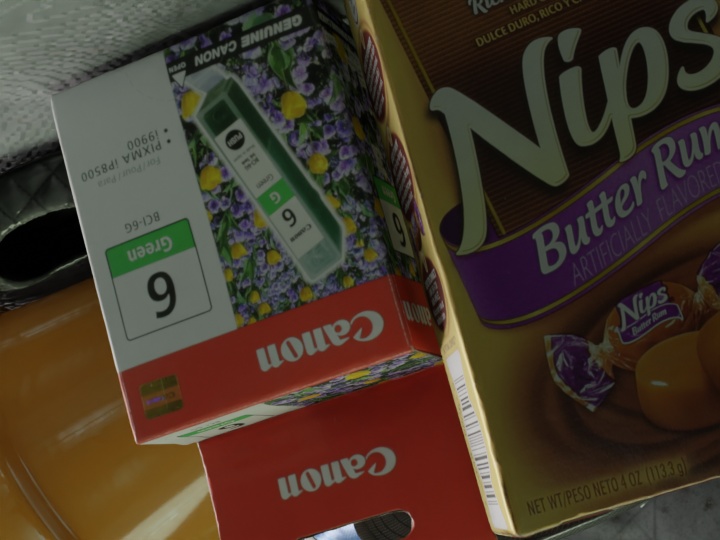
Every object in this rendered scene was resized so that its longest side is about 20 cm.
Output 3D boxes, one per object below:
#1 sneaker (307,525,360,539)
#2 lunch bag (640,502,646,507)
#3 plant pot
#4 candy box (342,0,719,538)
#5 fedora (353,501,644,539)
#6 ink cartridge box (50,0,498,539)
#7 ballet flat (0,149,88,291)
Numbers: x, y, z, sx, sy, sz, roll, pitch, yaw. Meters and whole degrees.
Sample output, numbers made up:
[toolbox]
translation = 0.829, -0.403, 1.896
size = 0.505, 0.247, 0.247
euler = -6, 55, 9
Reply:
[sneaker]
translation = -0.002, 0.182, 0.932
size = 0.078, 0.089, 0.200
euler = -2, 172, -31
[lunch bag]
translation = 0.193, 0.071, 0.978
size = 0.160, 0.200, 0.077
euler = -10, 169, -32
[plant pot]
translation = -0.119, 0.079, 0.717
size = 0.183, 0.200, 0.200
euler = -34, 165, 5
[candy box]
translation = 0.073, -0.025, 0.440
size = 0.116, 0.200, 0.056
euler = -15, 170, -6
[fedora]
translation = 0.079, 0.056, 0.656
size = 0.200, 0.090, 0.177
euler = -20, -165, -9
[ink cartridge box]
translation = -0.032, 0.014, 0.477
size = 0.109, 0.200, 0.050
euler = -20, 167, 16
[ballet flat]
translation = -0.104, -0.022, 0.560
size = 0.200, 0.057, 0.066
euler = -19, 166, 14
